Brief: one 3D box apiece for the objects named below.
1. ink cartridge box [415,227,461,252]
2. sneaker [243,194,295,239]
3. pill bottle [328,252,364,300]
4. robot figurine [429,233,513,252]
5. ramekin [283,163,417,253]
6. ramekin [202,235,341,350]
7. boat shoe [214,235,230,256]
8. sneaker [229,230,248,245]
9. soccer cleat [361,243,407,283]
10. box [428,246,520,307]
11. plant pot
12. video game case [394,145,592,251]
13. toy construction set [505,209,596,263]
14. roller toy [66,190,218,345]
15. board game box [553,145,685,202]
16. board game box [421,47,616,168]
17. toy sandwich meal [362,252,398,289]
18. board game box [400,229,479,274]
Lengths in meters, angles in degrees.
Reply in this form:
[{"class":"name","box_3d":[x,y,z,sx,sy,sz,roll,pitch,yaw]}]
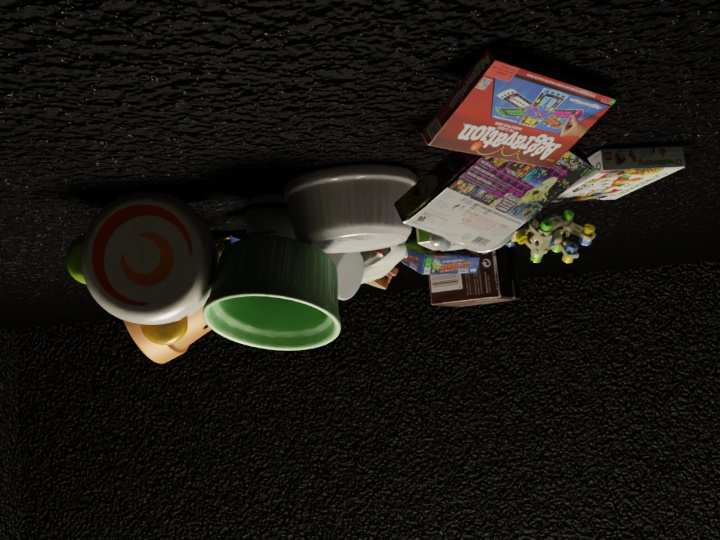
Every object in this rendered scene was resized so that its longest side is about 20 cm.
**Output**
[{"class":"ink cartridge box","box_3d":[0.122,-0.076,1.234,0.197,0.077,0.147,-9,172,21]},{"class":"sneaker","box_3d":[-0.110,-0.072,1.085,0.076,0.082,0.198,-13,172,41]},{"class":"pill bottle","box_3d":[-0.097,-0.016,1.177,0.198,0.116,0.114,15,-174,33]},{"class":"robot figurine","box_3d":[0.175,-0.088,1.005,0.169,0.114,0.199,-35,163,18]},{"class":"ramekin","box_3d":[-0.013,-0.084,0.982,0.199,0.096,0.202,-4,174,0]},{"class":"ramekin","box_3d":[-0.123,0.034,0.968,0.196,0.099,0.201,3,152,2]},{"class":"boat shoe","box_3d":[-0.275,-0.036,1.296,0.197,0.077,0.074,-14,178,-11]},{"class":"sneaker","box_3d":[-0.143,-0.004,1.106,0.198,0.079,0.070,22,-153,34]},{"class":"soccer cleat","box_3d":[0.000,0.000,1.239,0.198,0.070,0.078,-29,143,9]},{"class":"box","box_3d":[0.262,-0.007,1.540,0.162,0.169,0.199,-9,173,26]},{"class":"plant pot","box_3d":[-0.316,0.042,1.158,0.138,0.203,0.200,-21,173,2]},{"class":"video game case","box_3d":[0.164,-0.103,0.805,0.181,0.036,0.198,-41,148,29]},{"class":"toy construction set","box_3d":[0.286,-0.083,1.129,0.129,0.094,0.200,-9,-155,-21]},{"class":"roller toy","box_3d":[-0.298,-0.012,0.973,0.183,0.200,0.140,-48,-179,-8]},{"class":"board game box","box_3d":[0.382,-0.145,1.024,0.124,0.035,0.200,-4,174,-7]},{"class":"board game box","box_3d":[0.161,-0.153,0.660,0.198,0.020,0.103,0,144,-40]},{"class":"toy sandwich meal","box_3d":[-0.024,-0.024,1.346,0.202,0.071,0.205,18,177,1]},{"class":"board game box","box_3d":[0.131,-0.041,1.364,0.133,0.035,0.200,-1,-161,-28]}]
